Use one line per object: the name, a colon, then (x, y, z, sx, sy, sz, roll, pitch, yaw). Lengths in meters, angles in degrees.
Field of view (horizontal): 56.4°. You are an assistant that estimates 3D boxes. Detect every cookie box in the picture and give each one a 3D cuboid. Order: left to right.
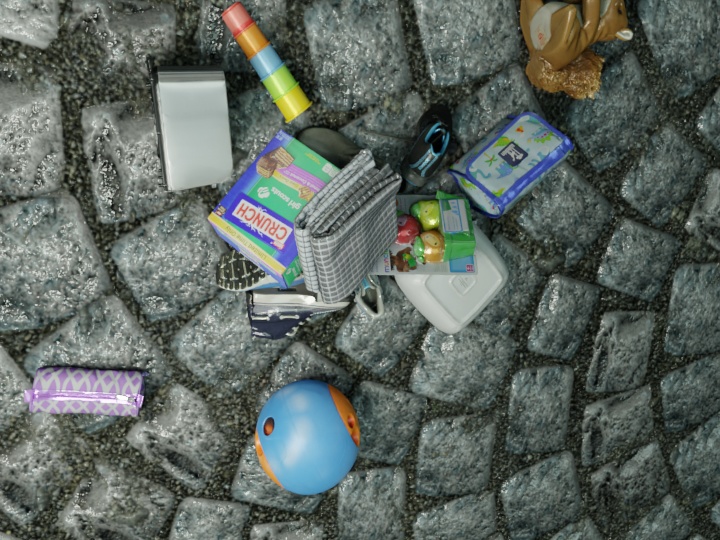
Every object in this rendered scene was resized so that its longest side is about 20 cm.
cookie box: (-0.127, -0.104, 1.125, 0.169, 0.075, 0.202, 34, 77, 16)

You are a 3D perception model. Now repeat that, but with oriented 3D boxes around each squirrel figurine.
squirrel figurine: (0.401, -0.424, 1.236, 0.182, 0.142, 0.205, -14, 123, -22)

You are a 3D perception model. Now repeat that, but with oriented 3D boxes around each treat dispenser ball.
treat dispenser ball: (-0.097, 0.307, 1.249, 0.195, 0.201, 0.207, -4, 107, -14)

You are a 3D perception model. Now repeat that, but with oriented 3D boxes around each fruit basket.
fruit basket: (0.106, -0.073, 1.205, 0.194, 0.189, 0.095, 4, 143, -8)

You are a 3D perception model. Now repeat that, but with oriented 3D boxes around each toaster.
toaster: (-0.273, -0.238, 1.064, 0.115, 0.181, 0.206, -7, 108, -16)

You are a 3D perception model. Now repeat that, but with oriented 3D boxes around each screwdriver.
screwdriver: (0.088, -0.242, 1.244, 0.194, 0.029, 0.029, 8, 104, -13)

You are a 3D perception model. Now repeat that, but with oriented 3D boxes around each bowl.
bowl: (0.187, 0.011, 1.313, 0.200, 0.075, 0.200, -44, 110, -1)

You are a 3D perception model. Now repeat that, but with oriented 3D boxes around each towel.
towel: (-0.011, -0.065, 1.072, 0.200, 0.085, 0.168, -45, 149, -24)

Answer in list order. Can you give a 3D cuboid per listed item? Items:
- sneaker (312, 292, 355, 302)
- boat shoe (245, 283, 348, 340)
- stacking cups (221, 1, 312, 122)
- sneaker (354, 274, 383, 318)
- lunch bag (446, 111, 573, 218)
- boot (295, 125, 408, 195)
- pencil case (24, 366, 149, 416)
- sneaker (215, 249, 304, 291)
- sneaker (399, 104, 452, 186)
sneaker: (-0.022, -0.036, 1.192, 0.088, 0.066, 0.206, 12, 93, 3)
boat shoe: (-0.119, 0.078, 1.256, 0.194, 0.075, 0.095, 4, 112, -9)
stacking cups: (-0.161, -0.350, 1.132, 0.060, 0.061, 0.202, -37, 106, -2)
sneaker: (0.000, 0.000, 1.252, 0.074, 0.087, 0.203, -28, 108, -3)
lunch bag: (0.270, -0.187, 1.212, 0.169, 0.200, 0.128, -41, 112, 0)
boot: (-0.014, -0.194, 1.169, 0.195, 0.131, 0.069, 19, 100, -19)
pencil case: (-0.476, 0.216, 1.183, 0.194, 0.086, 0.086, 4, 103, -15)
sneaker: (-0.165, 0.007, 1.204, 0.194, 0.089, 0.081, -4, 70, 11)
sneaker: (0.135, -0.232, 1.178, 0.072, 0.203, 0.082, 33, 139, -13)
